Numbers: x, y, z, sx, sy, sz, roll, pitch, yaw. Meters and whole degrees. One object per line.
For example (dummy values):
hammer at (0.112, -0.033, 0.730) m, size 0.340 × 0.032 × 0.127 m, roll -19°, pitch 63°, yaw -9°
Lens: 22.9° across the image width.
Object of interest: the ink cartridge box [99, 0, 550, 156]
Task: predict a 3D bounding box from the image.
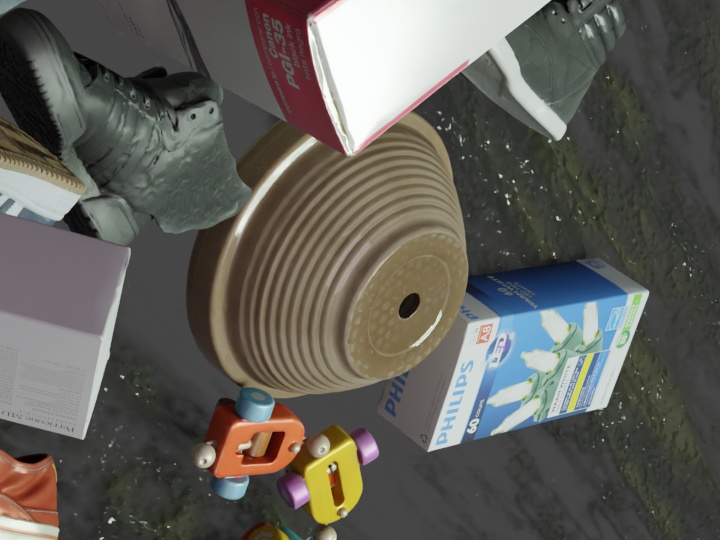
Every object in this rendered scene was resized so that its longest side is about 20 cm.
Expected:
ink cartridge box at (-0.027, -0.156, 0.847) m, size 0.146 × 0.200 × 0.083 m, roll -40°, pitch 136°, yaw -21°

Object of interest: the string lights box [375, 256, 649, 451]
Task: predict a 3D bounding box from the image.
string lights box at (0.110, 0.056, 1.267) m, size 0.199 × 0.059 × 0.103 m, roll -9°, pitch 124°, yaw -44°

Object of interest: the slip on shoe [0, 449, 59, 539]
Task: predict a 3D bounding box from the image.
slip on shoe at (-0.235, 0.104, 0.925) m, size 0.199 × 0.074 × 0.062 m, roll 24°, pitch 65°, yaw -48°

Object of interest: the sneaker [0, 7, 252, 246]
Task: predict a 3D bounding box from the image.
sneaker at (-0.118, -0.080, 0.920) m, size 0.104 × 0.060 × 0.200 m, roll -39°, pitch 145°, yaw -20°

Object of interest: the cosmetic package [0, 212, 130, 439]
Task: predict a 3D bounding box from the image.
cosmetic package at (-0.197, 0.004, 0.710) m, size 0.083 × 0.199 × 0.051 m, roll 113°, pitch -9°, yaw -52°

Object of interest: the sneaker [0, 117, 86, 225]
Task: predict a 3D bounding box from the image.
sneaker at (-0.199, -0.024, 0.771) m, size 0.109 × 0.070 × 0.200 m, roll -49°, pitch 162°, yaw 3°

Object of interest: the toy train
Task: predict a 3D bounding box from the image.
toy train at (-0.070, 0.152, 1.142) m, size 0.149 × 0.056 × 0.201 m, roll -6°, pitch 123°, yaw -39°

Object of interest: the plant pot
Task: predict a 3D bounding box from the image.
plant pot at (0.000, 0.000, 1.079) m, size 0.200 × 0.092 × 0.202 m, roll -28°, pitch 133°, yaw -33°

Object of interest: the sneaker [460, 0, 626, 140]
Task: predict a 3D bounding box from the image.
sneaker at (0.100, -0.161, 1.096) m, size 0.100 × 0.071 × 0.200 m, roll -58°, pitch 149°, yaw -1°

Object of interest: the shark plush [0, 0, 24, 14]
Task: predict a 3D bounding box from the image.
shark plush at (-0.237, -0.117, 0.737) m, size 0.199 × 0.083 × 0.091 m, roll -11°, pitch 124°, yaw -43°
